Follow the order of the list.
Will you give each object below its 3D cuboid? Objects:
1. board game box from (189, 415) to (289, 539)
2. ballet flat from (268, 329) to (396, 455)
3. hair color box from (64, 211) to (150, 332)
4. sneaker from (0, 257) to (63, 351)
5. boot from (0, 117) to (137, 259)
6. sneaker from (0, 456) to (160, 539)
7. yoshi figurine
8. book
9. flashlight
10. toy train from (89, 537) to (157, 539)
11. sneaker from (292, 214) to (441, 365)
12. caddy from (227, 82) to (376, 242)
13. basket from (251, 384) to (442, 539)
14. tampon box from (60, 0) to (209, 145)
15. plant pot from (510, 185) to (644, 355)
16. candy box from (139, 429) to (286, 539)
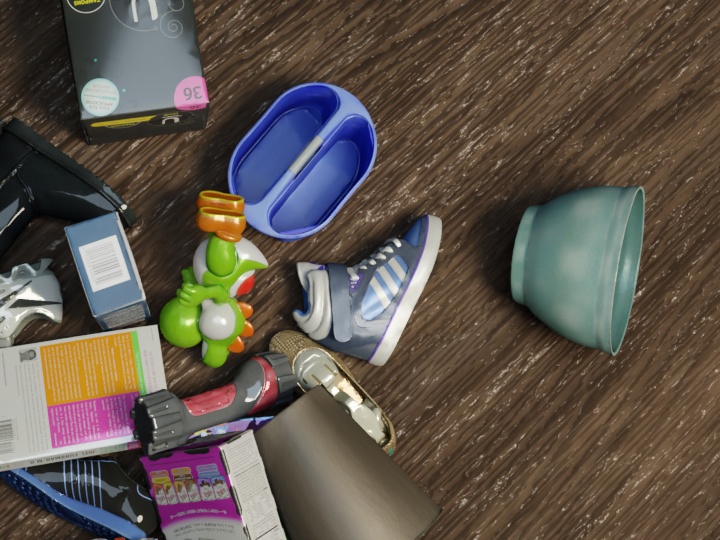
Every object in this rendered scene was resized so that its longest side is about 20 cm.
[{"bbox_3d":[-0.119,0.251,1.414,0.197,0.039,0.160,-2,83,-9],"label":"board game box"},{"bbox_3d":[-0.027,0.143,1.432,0.200,0.065,0.071,43,75,-2],"label":"ballet flat"},{"bbox_3d":[-0.277,0.006,1.340,0.060,0.200,0.101,-18,86,-11],"label":"hair color box"},{"bbox_3d":[-0.434,0.056,1.371,0.198,0.074,0.090,-17,83,-11],"label":"sneaker"},{"bbox_3d":[-0.381,-0.058,1.392,0.199,0.076,0.169,35,75,4],"label":"boot"},{"bbox_3d":[-0.317,0.241,1.375,0.198,0.070,0.078,29,59,-1],"label":"sneaker"},{"bbox_3d":[-0.185,0.015,1.391,0.112,0.111,0.202,-16,122,-45],"label":"yoshi figurine"},{"bbox_3d":[-0.319,0.144,1.364,0.197,0.048,0.135,-7,65,-14],"label":"book"},{"bbox_3d":[-0.165,0.142,1.365,0.198,0.068,0.068,-12,45,-41],"label":"flashlight"},{"bbox_3d":[-0.258,0.385,1.331,0.112,0.085,0.203,-4,106,-11],"label":"toy train"},{"bbox_3d":[0.000,0.000,1.448,0.145,0.081,0.202,25,82,-8],"label":"sneaker"},{"bbox_3d":[-0.070,-0.127,1.441,0.141,0.105,0.201,39,78,-1],"label":"caddy"},{"bbox_3d":[-0.033,0.242,1.359,0.180,0.136,0.201,-35,85,-32],"label":"basket"},{"bbox_3d":[-0.266,-0.267,1.417,0.148,0.126,0.203,-10,84,-10],"label":"tampon box"},{"bbox_3d":[0.257,-0.010,1.452,0.133,0.200,0.203,10,79,19],"label":"plant pot"},{"bbox_3d":[-0.154,0.286,1.340,0.061,0.135,0.202,-21,96,-51],"label":"candy box"}]
